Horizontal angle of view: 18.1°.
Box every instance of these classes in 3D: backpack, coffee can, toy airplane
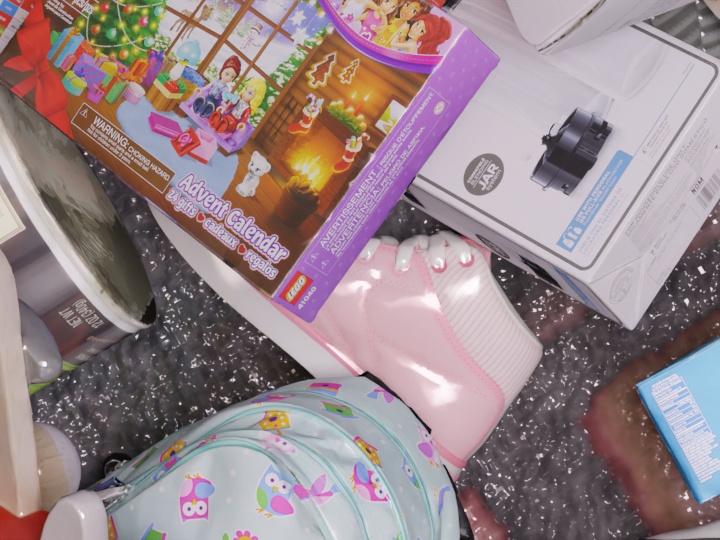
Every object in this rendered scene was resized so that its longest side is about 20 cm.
[{"bbox_3d":[-0.048,0.137,1.020,0.200,0.127,0.167,-36,89,30],"label":"backpack"},{"bbox_3d":[-0.218,0.013,1.059,0.200,0.146,0.147,-31,85,6],"label":"coffee can"},{"bbox_3d":[-0.155,0.105,0.953,0.199,0.141,0.200,50,122,2],"label":"toy airplane"}]

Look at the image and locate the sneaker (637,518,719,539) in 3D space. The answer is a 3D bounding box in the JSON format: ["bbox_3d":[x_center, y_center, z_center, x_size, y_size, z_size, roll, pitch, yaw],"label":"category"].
[{"bbox_3d":[0.218,0.111,1.041,0.199,0.074,0.080,-10,79,1],"label":"sneaker"}]

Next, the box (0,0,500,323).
[{"bbox_3d":[-0.055,-0.088,0.972,0.200,0.039,0.137,37,92,32],"label":"box"}]

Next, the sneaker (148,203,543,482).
[{"bbox_3d":[0.000,0.000,1.065,0.200,0.075,0.105,42,98,0],"label":"sneaker"}]

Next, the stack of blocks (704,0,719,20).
[{"bbox_3d":[0.221,-0.141,1.023,0.115,0.059,0.200,-39,92,-22],"label":"stack of blocks"}]

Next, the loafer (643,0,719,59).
[{"bbox_3d":[0.115,-0.169,1.065,0.075,0.070,0.200,-28,96,-28],"label":"loafer"}]

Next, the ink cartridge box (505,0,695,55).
[{"bbox_3d":[0.140,-0.194,0.930,0.200,0.086,0.148,-23,85,-22],"label":"ink cartridge box"}]

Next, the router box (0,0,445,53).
[{"bbox_3d":[-0.061,-0.138,1.046,0.200,0.049,0.180,32,90,33],"label":"router box"}]

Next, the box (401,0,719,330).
[{"bbox_3d":[0.067,-0.073,1.020,0.200,0.060,0.117,33,87,34],"label":"box"}]

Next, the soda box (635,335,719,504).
[{"bbox_3d":[0.228,0.032,1.036,0.200,0.068,0.064,-28,84,6],"label":"soda box"}]
